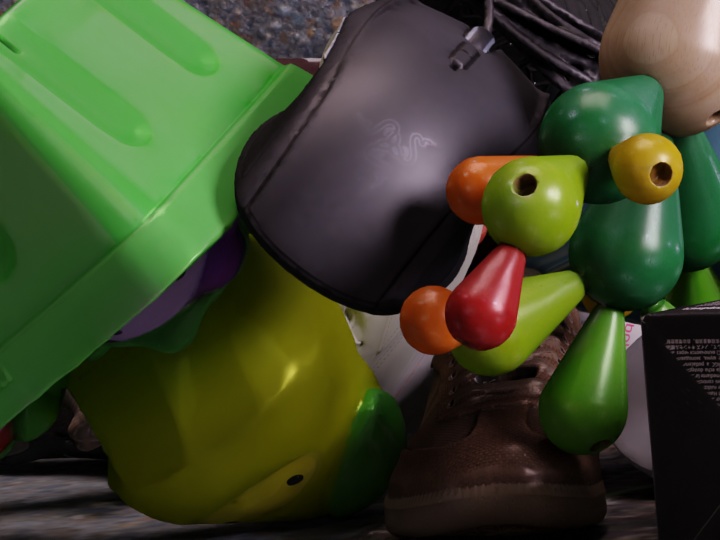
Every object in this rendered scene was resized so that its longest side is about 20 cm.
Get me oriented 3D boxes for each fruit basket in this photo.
[{"bbox_3d":[-0.079,0.025,0.918,0.215,0.217,0.156,-4,25,24],"label":"fruit basket"}]

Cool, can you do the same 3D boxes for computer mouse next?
[{"bbox_3d":[0.005,-0.075,0.883,0.046,0.140,0.200,-54,-7,37],"label":"computer mouse"}]

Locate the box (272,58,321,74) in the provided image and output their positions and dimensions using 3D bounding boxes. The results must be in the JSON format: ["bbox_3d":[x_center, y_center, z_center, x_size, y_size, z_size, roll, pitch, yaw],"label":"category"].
[{"bbox_3d":[-0.097,-0.015,1.395,0.165,0.165,0.200,-4,3,26],"label":"box"}]

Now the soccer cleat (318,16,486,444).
[{"bbox_3d":[0.000,0.000,1.000,0.077,0.201,0.069,-31,53,-29],"label":"soccer cleat"}]

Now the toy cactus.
[{"bbox_3d":[0.089,-0.026,0.844,0.102,0.166,0.200,11,-6,35],"label":"toy cactus"}]

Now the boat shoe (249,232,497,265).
[{"bbox_3d":[0.011,-0.039,1.091,0.199,0.072,0.076,5,29,-42],"label":"boat shoe"}]

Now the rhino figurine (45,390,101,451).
[{"bbox_3d":[-0.106,0.038,1.074,0.199,0.060,0.088,-28,50,-13],"label":"rhino figurine"}]

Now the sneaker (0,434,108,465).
[{"bbox_3d":[-0.103,0.050,1.199,0.079,0.076,0.199,7,3,-45],"label":"sneaker"}]

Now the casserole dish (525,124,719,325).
[{"bbox_3d":[0.123,-0.014,1.005,0.121,0.039,0.200,13,-16,-21],"label":"casserole dish"}]

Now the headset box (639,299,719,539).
[{"bbox_3d":[0.194,0.035,0.787,0.148,0.078,0.199,-2,3,40],"label":"headset box"}]

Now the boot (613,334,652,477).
[{"bbox_3d":[0.187,0.039,0.956,0.199,0.074,0.096,-15,-29,23],"label":"boot"}]

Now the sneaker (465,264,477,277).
[{"bbox_3d":[0.008,0.025,1.172,0.073,0.082,0.200,-4,10,-21],"label":"sneaker"}]

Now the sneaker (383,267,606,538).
[{"bbox_3d":[0.042,0.041,0.938,0.070,0.076,0.200,-5,2,4],"label":"sneaker"}]

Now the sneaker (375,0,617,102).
[{"bbox_3d":[0.072,-0.088,1.063,0.060,0.105,0.200,-30,-44,29],"label":"sneaker"}]

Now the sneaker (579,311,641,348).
[{"bbox_3d":[0.063,0.034,1.229,0.099,0.078,0.200,13,-7,-29],"label":"sneaker"}]
